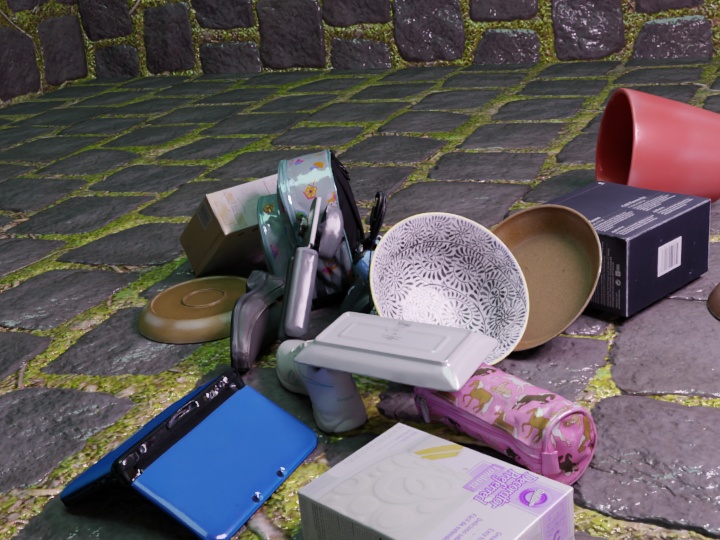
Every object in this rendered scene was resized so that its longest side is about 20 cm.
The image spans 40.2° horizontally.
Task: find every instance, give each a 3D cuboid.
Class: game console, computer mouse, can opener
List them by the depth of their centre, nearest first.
[{"bbox_3d":[-0.171,0.200,0.999,0.170,0.119,0.200,-31,4,35],"label":"game console"},{"bbox_3d":[0.000,0.000,1.230,0.033,0.204,0.059,11,-1,-7],"label":"computer mouse"},{"bbox_3d":[-0.058,-0.001,1.256,0.066,0.204,0.053,14,-28,-14],"label":"can opener"}]

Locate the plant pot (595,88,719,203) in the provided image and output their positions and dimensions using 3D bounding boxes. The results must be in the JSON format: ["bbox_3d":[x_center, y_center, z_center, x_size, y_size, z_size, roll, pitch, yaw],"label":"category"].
[{"bbox_3d":[0.492,-0.186,1.592,0.173,0.204,0.201,3,20,-5],"label":"plant pot"}]

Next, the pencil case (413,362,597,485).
[{"bbox_3d":[0.138,0.142,0.970,0.198,0.083,0.087,20,66,48],"label":"pencil case"}]

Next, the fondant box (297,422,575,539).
[{"bbox_3d":[0.064,0.211,0.845,0.198,0.059,0.143,15,29,41],"label":"fondant box"}]

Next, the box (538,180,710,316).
[{"bbox_3d":[0.338,-0.036,1.320,0.198,0.106,0.181,-21,26,-37],"label":"box"}]

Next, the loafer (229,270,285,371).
[{"bbox_3d":[-0.123,0.063,1.267,0.071,0.074,0.201,6,32,4],"label":"loafer"}]

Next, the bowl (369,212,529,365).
[{"bbox_3d":[0.095,0.042,1.180,0.197,0.204,0.095,-15,-21,-23],"label":"bowl"}]

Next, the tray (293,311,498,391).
[{"bbox_3d":[0.035,0.077,1.028,0.197,0.023,0.107,7,27,31],"label":"tray"}]

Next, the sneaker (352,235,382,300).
[{"bbox_3d":[0.041,-0.018,1.346,0.078,0.090,0.200,-45,-3,17],"label":"sneaker"}]

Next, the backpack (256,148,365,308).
[{"bbox_3d":[-0.070,-0.066,1.404,0.150,0.204,0.176,-6,21,1],"label":"backpack"}]

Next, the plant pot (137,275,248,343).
[{"bbox_3d":[-0.221,0.049,1.398,0.196,0.028,0.201,-6,20,2],"label":"plant pot"}]

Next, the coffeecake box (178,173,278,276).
[{"bbox_3d":[-0.166,-0.080,1.545,0.198,0.074,0.153,-21,-13,-34],"label":"coffeecake box"}]

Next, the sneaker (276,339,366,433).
[{"bbox_3d":[-0.047,0.108,1.119,0.069,0.082,0.200,-16,21,-20],"label":"sneaker"}]

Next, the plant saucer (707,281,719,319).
[{"bbox_3d":[0.534,0.027,1.219,0.196,0.037,0.201,-5,20,2],"label":"plant saucer"}]

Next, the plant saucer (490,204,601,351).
[{"bbox_3d":[0.214,0.014,1.218,0.198,0.035,0.203,-23,49,29],"label":"plant saucer"}]

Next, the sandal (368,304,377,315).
[{"bbox_3d":[0.087,0.048,1.266,0.198,0.045,0.075,-28,71,-36],"label":"sandal"}]
